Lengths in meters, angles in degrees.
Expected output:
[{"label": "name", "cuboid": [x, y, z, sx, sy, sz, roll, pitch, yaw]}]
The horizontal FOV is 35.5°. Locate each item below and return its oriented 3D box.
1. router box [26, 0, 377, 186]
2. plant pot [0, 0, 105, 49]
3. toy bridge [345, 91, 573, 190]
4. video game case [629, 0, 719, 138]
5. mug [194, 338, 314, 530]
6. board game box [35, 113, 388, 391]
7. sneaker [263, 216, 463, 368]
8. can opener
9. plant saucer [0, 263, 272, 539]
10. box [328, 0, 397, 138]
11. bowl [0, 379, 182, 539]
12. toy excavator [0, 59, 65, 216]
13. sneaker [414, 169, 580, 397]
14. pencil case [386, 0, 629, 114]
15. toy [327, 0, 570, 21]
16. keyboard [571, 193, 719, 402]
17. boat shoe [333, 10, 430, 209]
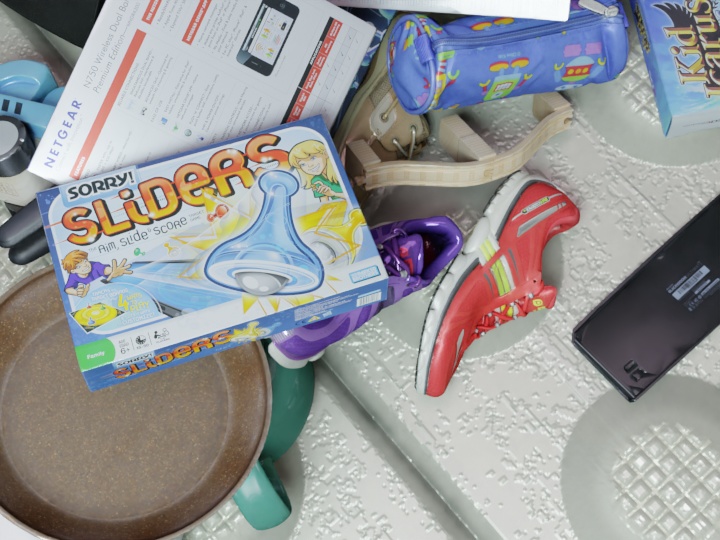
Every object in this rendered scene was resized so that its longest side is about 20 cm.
[{"label": "router box", "cuboid": [-0.111, -0.122, 0.797, 0.179, 0.049, 0.201, 26, 90, -15]}, {"label": "plant pot", "cuboid": [-0.222, -0.309, 0.940, 0.178, 0.200, 0.200, 48, 58, 5]}, {"label": "toy bridge", "cuboid": [0.085, -0.096, 0.889, 0.199, 0.027, 0.067, -19, 46, -21]}, {"label": "video game case", "cuboid": [0.322, -0.225, 0.934, 0.180, 0.045, 0.201, -11, 72, 5]}, {"label": "mug", "cuboid": [-0.103, 0.080, 0.823, 0.185, 0.114, 0.152, 29, 79, 15]}, {"label": "board game box", "cuboid": [-0.097, -0.016, 0.733, 0.199, 0.035, 0.136, -17, 64, -11]}, {"label": "sneaker", "cuboid": [0.000, 0.000, 0.799, 0.200, 0.083, 0.081, -32, 96, -45]}, {"label": "can opener", "cuboid": [-0.210, -0.070, 0.932, 0.199, 0.064, 0.079, -29, 51, -15]}, {"label": "plant saucer", "cuboid": [-0.158, 0.084, 0.727, 0.199, 0.037, 0.201, 4, 64, -9]}, {"label": "box", "cuboid": [-0.086, -0.157, 0.902, 0.148, 0.107, 0.201, 30, 74, -15]}, {"label": "bowl", "cuboid": [-0.203, 0.154, 0.803, 0.075, 0.200, 0.200, -34, 73, -2]}, {"label": "toy excavator", "cuboid": [-0.256, -0.142, 0.966, 0.194, 0.100, 0.201, 14, 62, 15]}, {"label": "sneaker", "cuboid": [0.108, 0.016, 0.874, 0.085, 0.077, 0.200, 29, 79, 10]}, {"label": "pencil case", "cuboid": [0.122, -0.177, 0.894, 0.199, 0.087, 0.078, -13, 75, -18]}, {"label": "toy", "cuboid": [0.063, -0.255, 0.845, 0.199, 0.047, 0.116, 7, 112, 12]}, {"label": "keyboard", "cuboid": [0.275, 0.029, 0.875, 0.200, 0.021, 0.127, -41, 66, -5]}, {"label": "boat shoe", "cuboid": [0.025, -0.122, 0.928, 0.064, 0.071, 0.201, 20, 76, 13]}]
